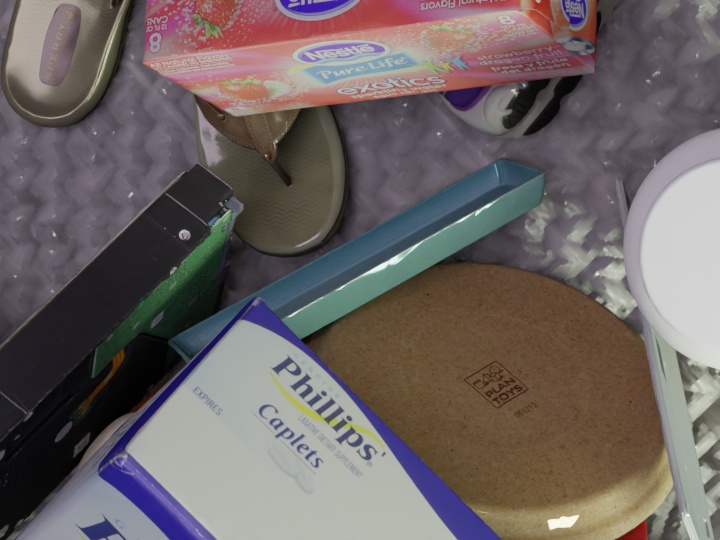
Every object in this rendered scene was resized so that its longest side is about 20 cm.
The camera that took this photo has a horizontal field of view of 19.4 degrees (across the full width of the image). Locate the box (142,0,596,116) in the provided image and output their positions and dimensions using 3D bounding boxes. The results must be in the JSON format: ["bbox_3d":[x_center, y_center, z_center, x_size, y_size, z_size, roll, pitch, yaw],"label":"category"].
[{"bbox_3d":[0.005,-0.141,1.003,0.200,0.095,0.103,-4,77,27],"label":"box"}]

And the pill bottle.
[{"bbox_3d":[0.182,-0.011,0.970,0.111,0.200,0.111,1,93,15],"label":"pill bottle"}]

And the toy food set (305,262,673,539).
[{"bbox_3d":[0.063,0.073,1.029,0.198,0.200,0.049,27,135,19],"label":"toy food set"}]

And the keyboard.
[{"bbox_3d":[0.142,0.046,1.000,0.011,0.056,0.200,-19,49,15],"label":"keyboard"}]

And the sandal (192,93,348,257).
[{"bbox_3d":[-0.061,-0.104,1.107,0.080,0.057,0.201,-13,89,16],"label":"sandal"}]

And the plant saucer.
[{"bbox_3d":[0.000,0.000,1.055,0.200,0.070,0.019,-30,106,-9],"label":"plant saucer"}]

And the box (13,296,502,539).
[{"bbox_3d":[-0.047,0.140,0.945,0.184,0.105,0.200,45,146,-2],"label":"box"}]

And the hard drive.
[{"bbox_3d":[-0.140,0.049,1.046,0.038,0.140,0.200,38,62,10],"label":"hard drive"}]

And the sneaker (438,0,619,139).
[{"bbox_3d":[0.096,-0.165,1.054,0.083,0.081,0.200,37,98,23],"label":"sneaker"}]

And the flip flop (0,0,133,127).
[{"bbox_3d":[-0.156,-0.175,1.129,0.081,0.058,0.200,16,97,14],"label":"flip flop"}]

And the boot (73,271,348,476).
[{"bbox_3d":[-0.065,0.071,1.092,0.200,0.107,0.075,-42,79,11],"label":"boot"}]
